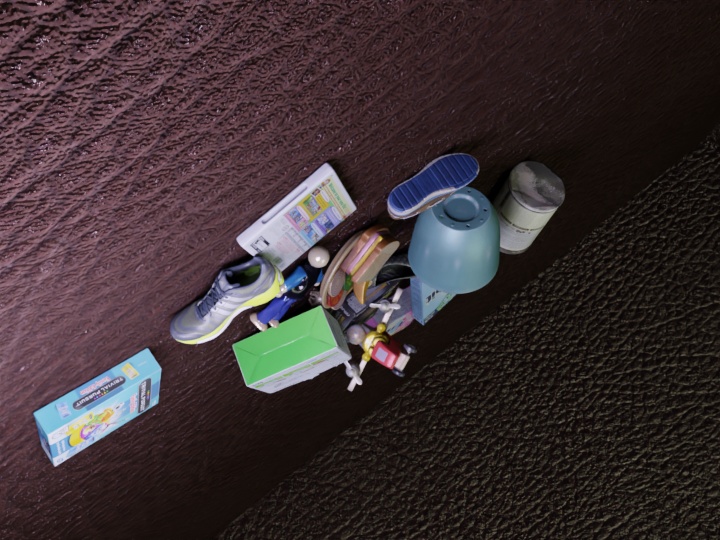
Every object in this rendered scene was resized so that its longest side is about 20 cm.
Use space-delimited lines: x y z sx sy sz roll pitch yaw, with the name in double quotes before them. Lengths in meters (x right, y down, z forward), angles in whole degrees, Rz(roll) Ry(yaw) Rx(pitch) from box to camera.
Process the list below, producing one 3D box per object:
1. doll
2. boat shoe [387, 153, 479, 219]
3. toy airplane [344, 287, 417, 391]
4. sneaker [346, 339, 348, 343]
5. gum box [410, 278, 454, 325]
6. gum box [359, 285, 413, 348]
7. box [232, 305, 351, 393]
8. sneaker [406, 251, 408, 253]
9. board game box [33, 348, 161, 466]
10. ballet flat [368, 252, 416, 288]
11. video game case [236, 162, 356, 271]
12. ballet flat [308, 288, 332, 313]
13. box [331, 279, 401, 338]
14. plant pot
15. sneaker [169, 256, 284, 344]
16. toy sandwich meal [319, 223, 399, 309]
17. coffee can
"doll" -0.124 0.032 1.502 0.200 0.049 0.136 -47 164 24
"boat shoe" 0.135 -0.160 1.554 0.199 0.073 0.072 -26 166 -13
"toy airplane" 0.029 0.154 1.834 0.199 0.140 0.202 -41 -147 50
"sneaker" -0.073 0.181 1.978 0.199 0.073 0.082 -32 163 -24
"gum box" 0.204 0.027 2.123 0.170 0.044 0.201 -41 151 -22
"gum box" 0.082 0.125 2.194 0.199 0.066 0.114 -27 159 -40
"box" -0.135 0.169 1.669 0.199 0.097 0.177 -24 165 4
"sneaker" 0.187 -0.069 1.891 0.073 0.080 0.200 -19 153 -47
"board game box" -0.426 0.225 1.332 0.199 0.047 0.151 -31 162 -29
"ballet flat" 0.070 0.003 1.831 0.199 0.057 0.067 -19 141 -37
"video game case" -0.097 -0.078 1.312 0.182 0.022 0.200 -40 163 -1
"ballet flat" -0.086 0.076 1.733 0.068 0.046 0.200 -59 174 -12
"box" -0.005 0.089 1.882 0.200 0.048 0.159 -35 165 -47
"plant pot" 0.204 -0.080 1.705 0.200 0.201 0.162 -33 149 -23
"sneaker" -0.218 0.039 1.278 0.199 0.074 0.081 -36 152 -9
"toy sandwich meal" 0.000 0.000 1.592 0.206 0.070 0.206 -50 163 -21
"coffee can" 0.402 -0.154 2.027 0.146 0.147 0.200 -31 162 -28
